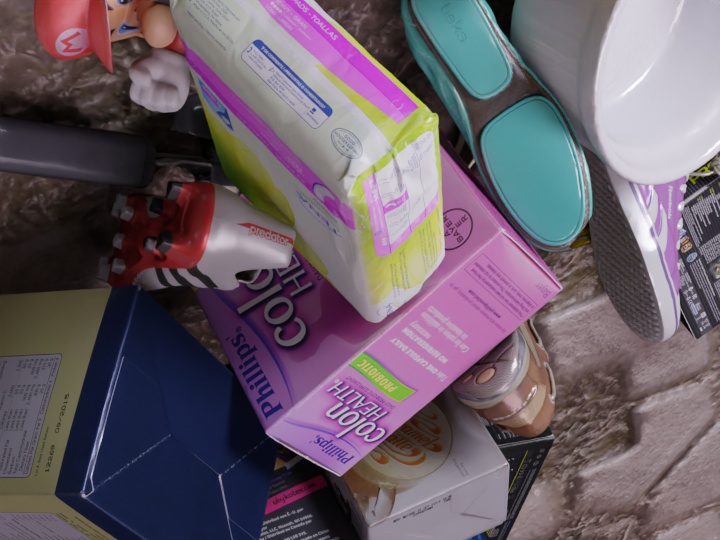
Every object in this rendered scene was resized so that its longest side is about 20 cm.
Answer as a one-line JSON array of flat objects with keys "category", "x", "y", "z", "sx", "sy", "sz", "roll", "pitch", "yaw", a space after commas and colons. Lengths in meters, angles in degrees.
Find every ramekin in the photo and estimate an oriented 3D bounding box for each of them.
[{"category": "ramekin", "x": 0.193, "y": -0.168, "z": 0.931, "sx": 0.199, "sy": 0.098, "sz": 0.202, "roll": -23, "pitch": 130, "yaw": -30}]

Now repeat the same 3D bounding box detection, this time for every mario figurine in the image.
[{"category": "mario figurine", "x": -0.084, "y": -0.159, "z": 0.778, "sx": 0.199, "sy": 0.106, "sz": 0.124, "roll": -24, "pitch": 106, "yaw": -22}]

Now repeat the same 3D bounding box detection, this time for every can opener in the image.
[{"category": "can opener", "x": -0.149, "y": -0.087, "z": 0.869, "sx": 0.199, "sy": 0.053, "sz": 0.068, "roll": 5, "pitch": 95, "yaw": -36}]

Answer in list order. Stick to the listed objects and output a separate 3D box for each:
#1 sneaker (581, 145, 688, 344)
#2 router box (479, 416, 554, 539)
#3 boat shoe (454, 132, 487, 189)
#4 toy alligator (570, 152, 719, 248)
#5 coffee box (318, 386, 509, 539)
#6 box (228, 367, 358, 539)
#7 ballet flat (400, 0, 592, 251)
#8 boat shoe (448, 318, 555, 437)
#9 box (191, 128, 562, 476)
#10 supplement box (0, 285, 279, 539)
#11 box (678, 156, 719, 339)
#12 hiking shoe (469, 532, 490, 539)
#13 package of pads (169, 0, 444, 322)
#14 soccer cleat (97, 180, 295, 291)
[{"category": "sneaker", "x": 0.231, "y": -0.053, "z": 1.058, "sx": 0.114, "sy": 0.073, "sz": 0.202, "roll": -19, "pitch": 99, "yaw": -22}, {"category": "router box", "x": 0.075, "y": 0.211, "z": 1.292, "sx": 0.149, "sy": 0.062, "sz": 0.201, "roll": -6, "pitch": 133, "yaw": -29}, {"category": "boat shoe", "x": 0.099, "y": -0.074, "z": 1.024, "sx": 0.071, "sy": 0.060, "sz": 0.200, "roll": 14, "pitch": 121, "yaw": -42}, {"category": "toy alligator", "x": 0.213, "y": -0.061, "z": 1.118, "sx": 0.198, "sy": 0.060, "sz": 0.054, "roll": -17, "pitch": 178, "yaw": -15}, {"category": "coffee box", "x": 0.015, "y": 0.114, "z": 1.047, "sx": 0.114, "sy": 0.201, "sz": 0.080, "roll": -20, "pitch": 140, "yaw": -14}, {"category": "box", "x": -0.085, "y": 0.187, "z": 1.055, "sx": 0.105, "sy": 0.201, "sz": 0.123, "roll": -17, "pitch": 138, "yaw": -18}, {"category": "ballet flat", "x": 0.090, "y": -0.107, "z": 0.909, "sx": 0.067, "sy": 0.201, "sz": 0.070, "roll": -30, "pitch": -177, "yaw": 3}, {"category": "boat shoe", "x": 0.096, "y": 0.058, "z": 1.002, "sx": 0.076, "sy": 0.200, "sz": 0.072, "roll": -37, "pitch": 110, "yaw": 16}, {"category": "box", "x": 0.000, "y": 0.000, "z": 0.943, "sx": 0.200, "sy": 0.176, "sz": 0.097, "roll": -41, "pitch": 140, "yaw": 10}, {"category": "supplement box", "x": -0.189, "y": 0.120, "z": 0.900, "sx": 0.198, "sy": 0.135, "sz": 0.200, "roll": -4, "pitch": 148, "yaw": 25}, {"category": "box", "x": 0.324, "y": -0.043, "z": 1.217, "sx": 0.160, "sy": 0.044, "sz": 0.200, "roll": -37, "pitch": 140, "yaw": 3}, {"category": "hiking shoe", "x": 0.035, "y": 0.181, "z": 1.150, "sx": 0.199, "sy": 0.075, "sz": 0.087, "roll": 35, "pitch": 126, "yaw": -7}, {"category": "package of pads", "x": -0.022, "y": -0.067, "z": 0.778, "sx": 0.068, "sy": 0.155, "sz": 0.200, "roll": -41, "pitch": 161, "yaw": -12}, {"category": "soccer cleat", "x": -0.106, "y": -0.015, "z": 0.863, "sx": 0.085, "sy": 0.200, "sz": 0.069, "roll": 16, "pitch": 78, "yaw": -22}]
